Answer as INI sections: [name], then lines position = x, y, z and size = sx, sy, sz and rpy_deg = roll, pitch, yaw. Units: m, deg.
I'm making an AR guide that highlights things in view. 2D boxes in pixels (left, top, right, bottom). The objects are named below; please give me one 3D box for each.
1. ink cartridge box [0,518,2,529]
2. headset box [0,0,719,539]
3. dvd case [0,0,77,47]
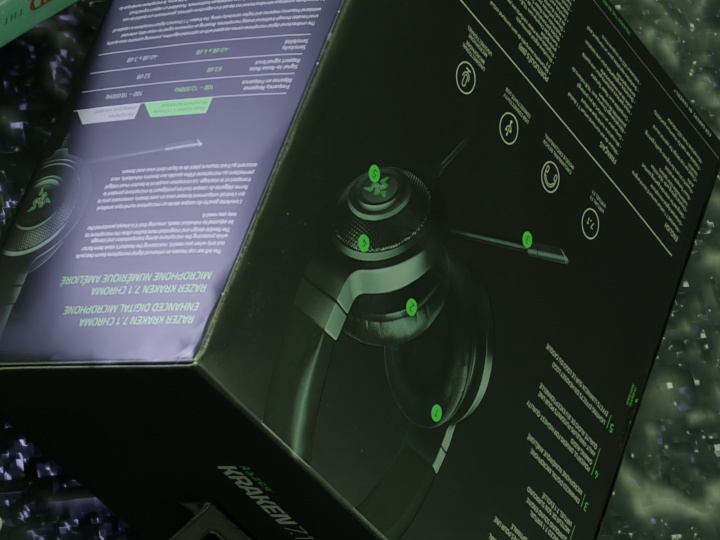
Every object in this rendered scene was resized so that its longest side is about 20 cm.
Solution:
[ink cartridge box]
position = -0.216, 0.061, 0.735
size = 0.200, 0.147, 0.145
rpy_deg = -24, 79, -26
[headset box]
position = 0.000, 0.000, 0.821
size = 0.174, 0.093, 0.201
rpy_deg = 44, 55, -40
[dvd case]
position = -0.171, -0.118, 0.832
size = 0.200, 0.022, 0.146
rpy_deg = 34, 46, 20
